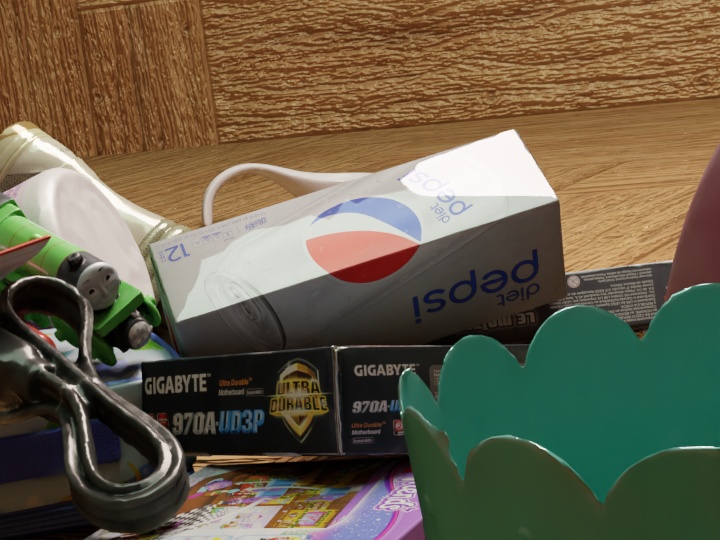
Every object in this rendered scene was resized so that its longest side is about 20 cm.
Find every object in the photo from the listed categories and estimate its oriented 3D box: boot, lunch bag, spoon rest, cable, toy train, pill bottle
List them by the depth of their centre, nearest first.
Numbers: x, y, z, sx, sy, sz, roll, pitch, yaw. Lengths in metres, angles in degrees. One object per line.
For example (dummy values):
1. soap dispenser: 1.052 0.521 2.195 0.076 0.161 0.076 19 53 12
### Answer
1. cable: -0.124 0.058 0.840 0.097 0.051 0.199 -26 39 -36
2. lunch bag: -0.183 0.083 0.961 0.198 0.083 0.161 -9 8 -18
3. toy train: -0.166 -0.007 0.976 0.042 0.057 0.199 -42 38 -21
4. pill bottle: -0.223 0.033 1.115 0.199 0.113 0.112 -27 3 15
5. boot: -0.191 0.033 1.200 0.154 0.201 0.072 31 7 14
6. spoon rest: -0.076 -0.091 2.153 0.198 0.061 0.099 -9 8 -8

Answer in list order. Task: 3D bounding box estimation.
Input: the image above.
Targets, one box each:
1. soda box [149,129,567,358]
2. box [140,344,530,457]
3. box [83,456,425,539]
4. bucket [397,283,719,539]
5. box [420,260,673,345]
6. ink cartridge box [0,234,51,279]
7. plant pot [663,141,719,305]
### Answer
1. soda box: 0.000 0.000 0.995 0.198 0.069 0.064 -17 43 -8
2. box: 0.024 0.058 0.902 0.199 0.047 0.158 1 -4 -35
3. box: -0.038 0.114 0.759 0.136 0.040 0.200 -5 8 23
4. bucket: 0.111 0.083 0.500 0.205 0.136 0.207 -7 7 1
5. box: 0.080 0.036 1.072 0.198 0.035 0.110 -7 -17 4
6. ink cartridge box: -0.226 0.004 0.913 0.108 0.051 0.200 -22 -2 -31
7. plant pot: 0.230 0.026 0.673 0.199 0.202 0.178 -15 26 -42
